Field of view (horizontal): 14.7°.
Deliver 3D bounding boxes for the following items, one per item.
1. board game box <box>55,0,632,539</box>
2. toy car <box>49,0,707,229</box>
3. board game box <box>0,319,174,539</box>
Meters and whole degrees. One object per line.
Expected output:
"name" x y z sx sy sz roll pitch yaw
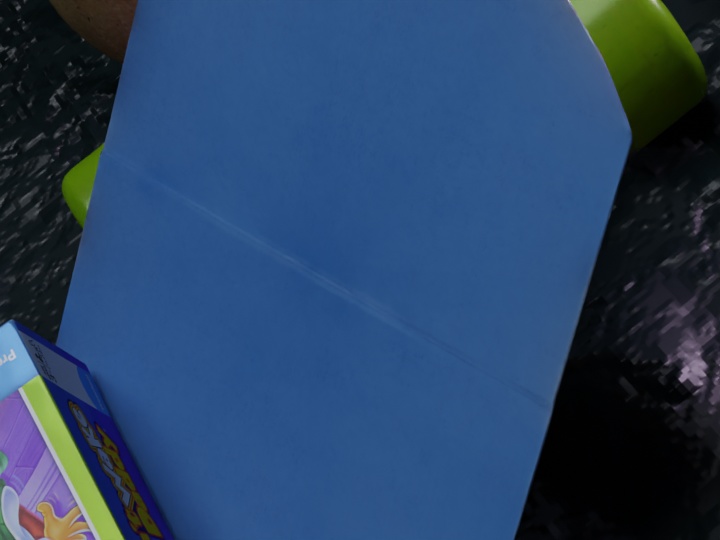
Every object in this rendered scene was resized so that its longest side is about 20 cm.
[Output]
"board game box" 0.000 0.000 0.684 0.158 0.039 0.201 29 112 37
"toy car" -0.035 -0.085 0.753 0.164 0.200 0.158 -38 34 1
"board game box" -0.129 0.125 0.687 0.200 0.045 0.135 -35 64 7
